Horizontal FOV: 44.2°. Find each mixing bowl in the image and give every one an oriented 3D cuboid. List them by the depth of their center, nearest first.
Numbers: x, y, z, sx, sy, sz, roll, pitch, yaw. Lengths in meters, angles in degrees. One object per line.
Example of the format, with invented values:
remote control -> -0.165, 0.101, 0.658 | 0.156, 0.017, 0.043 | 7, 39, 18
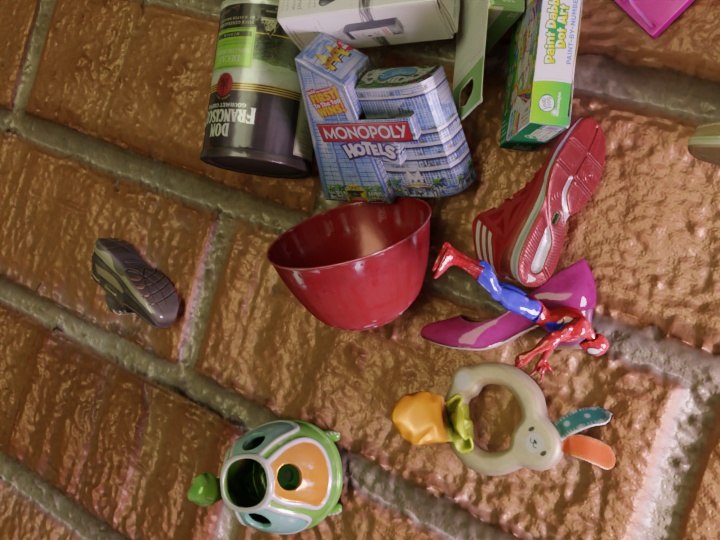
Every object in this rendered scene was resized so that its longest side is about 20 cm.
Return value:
mixing bowl -> 0.000, 0.000, 1.046 | 0.198, 0.200, 0.109 | -3, 116, 31

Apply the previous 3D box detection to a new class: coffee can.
coffee can -> -0.123, -0.232, 1.151 | 0.145, 0.146, 0.203 | 5, 87, 31

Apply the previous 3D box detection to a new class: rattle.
rattle -> 0.157, 0.163, 0.945 | 0.199, 0.143, 0.131 | 19, 76, 37

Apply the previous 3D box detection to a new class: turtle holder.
turtle holder -> -0.119, 0.251, 1.103 | 0.184, 0.131, 0.143 | 17, 94, 31

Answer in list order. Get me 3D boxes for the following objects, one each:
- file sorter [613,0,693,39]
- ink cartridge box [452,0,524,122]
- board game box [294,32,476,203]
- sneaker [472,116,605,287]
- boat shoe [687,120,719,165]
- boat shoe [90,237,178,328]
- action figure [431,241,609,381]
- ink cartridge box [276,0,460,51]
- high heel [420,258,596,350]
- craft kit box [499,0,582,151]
file sorter -> 0.281, -0.377, 0.931 | 0.139, 0.125, 0.201 | -45, 64, 20
ink cartridge box -> 0.141, -0.269, 0.998 | 0.047, 0.146, 0.203 | 2, 85, -7
board game box -> 0.014, -0.175, 1.030 | 0.198, 0.201, 0.062 | 6, 45, 37
sneaker -> 0.185, -0.085, 0.988 | 0.115, 0.078, 0.201 | 14, 70, 52
boat shoe -> 0.421, -0.140, 0.854 | 0.199, 0.073, 0.064 | -2, 76, 28
boat shoe -> -0.334, 0.029, 1.303 | 0.200, 0.074, 0.074 | 43, 117, 37
action figure -> 0.157, 0.058, 0.919 | 0.198, 0.065, 0.100 | 25, 103, -2
ink cartridge box -> 0.014, -0.342, 1.029 | 0.198, 0.085, 0.148 | 0, 74, 20
high heel -> 0.162, 0.038, 0.992 | 0.197, 0.067, 0.097 | -2, 93, 16
craft kit box -> 0.189, -0.236, 0.929 | 0.048, 0.200, 0.200 | 9, 90, 0
